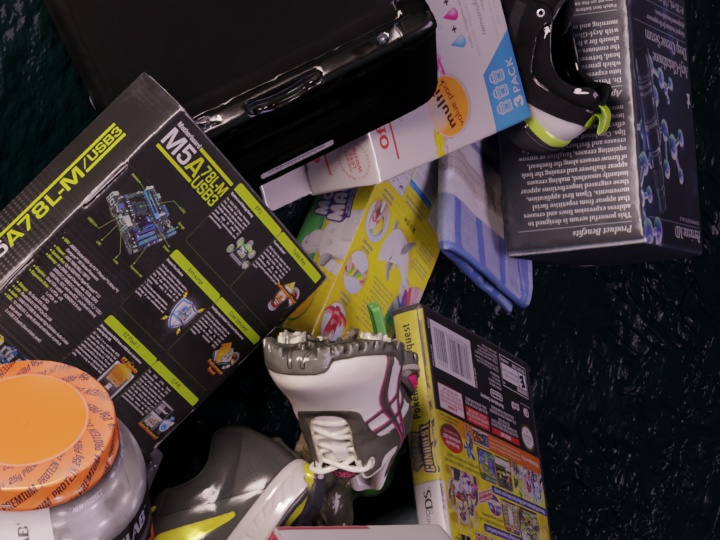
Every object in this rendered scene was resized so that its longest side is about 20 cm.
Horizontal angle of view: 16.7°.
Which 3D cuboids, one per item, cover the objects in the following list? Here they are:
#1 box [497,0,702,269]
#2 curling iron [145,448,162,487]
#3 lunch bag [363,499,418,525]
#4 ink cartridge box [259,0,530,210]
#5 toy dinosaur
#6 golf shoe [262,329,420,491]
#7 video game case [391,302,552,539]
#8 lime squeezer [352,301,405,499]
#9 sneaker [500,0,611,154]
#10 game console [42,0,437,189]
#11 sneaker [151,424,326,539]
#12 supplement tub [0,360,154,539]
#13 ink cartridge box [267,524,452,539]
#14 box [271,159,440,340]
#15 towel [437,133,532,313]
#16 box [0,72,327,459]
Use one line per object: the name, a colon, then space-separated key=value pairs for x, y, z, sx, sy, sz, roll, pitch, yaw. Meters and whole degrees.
box: x=0.171 y=-0.108 z=1.769 sx=0.148 sy=0.107 sz=0.201 roll=6 pitch=80 yaw=-66
curling iron: x=-0.169 y=0.189 z=1.485 sx=0.200 sy=0.025 sz=0.050 roll=-58 pitch=146 yaw=-29
lunch bag: x=0.085 y=0.252 z=1.788 sx=0.200 sy=0.082 sz=0.161 roll=29 pitch=36 yaw=-58
ink cartridge box: x=0.012 y=-0.121 z=1.576 sx=0.200 sy=0.068 sz=0.115 roll=-26 pitch=104 yaw=-43
toy dinosaur: x=-0.040 y=0.136 z=1.618 sx=0.088 sy=0.047 sz=0.201 roll=-13 pitch=115 yaw=-24
golf shoe: x=-0.006 y=0.083 z=1.489 sx=0.200 sy=0.077 sz=0.088 roll=31 pitch=61 yaw=-71
video game case: x=0.083 y=0.132 z=1.720 sx=0.200 sy=0.025 sz=0.181 roll=29 pitch=50 yaw=-60
lime squeezer: x=-0.002 y=0.111 z=1.659 sx=0.070 sy=0.038 sz=0.200 roll=16 pitch=111 yaw=-18
sneaker: x=0.109 y=-0.175 z=1.669 sx=0.200 sy=0.083 sz=0.072 roll=60 pitch=31 yaw=5
game console: x=-0.067 y=-0.136 z=1.441 sx=0.200 sy=0.117 sz=0.176 roll=-26 pitch=163 yaw=-6
sneaker: x=-0.108 y=0.185 z=1.546 sx=0.200 sy=0.085 sz=0.074 roll=-49 pitch=158 yaw=-6
supplement tub: x=-0.173 y=0.153 z=1.345 sx=0.123 sy=0.122 sz=0.200 roll=-48 pitch=150 yaw=-38
ink cartridge box: x=-0.024 y=0.261 z=1.555 sx=0.145 sy=0.083 sz=0.200 roll=3 pitch=125 yaw=-41
box: x=0.000 y=0.000 z=1.669 sx=0.117 sy=0.048 sz=0.200 roll=49 pitch=58 yaw=-53
towel: x=0.092 y=-0.085 z=1.745 sx=0.147 sy=0.024 sz=0.201 roll=39 pitch=49 yaw=-58
box: x=-0.135 y=0.014 z=1.391 sx=0.193 sy=0.047 sz=0.200 roll=-47 pitch=143 yaw=-4
